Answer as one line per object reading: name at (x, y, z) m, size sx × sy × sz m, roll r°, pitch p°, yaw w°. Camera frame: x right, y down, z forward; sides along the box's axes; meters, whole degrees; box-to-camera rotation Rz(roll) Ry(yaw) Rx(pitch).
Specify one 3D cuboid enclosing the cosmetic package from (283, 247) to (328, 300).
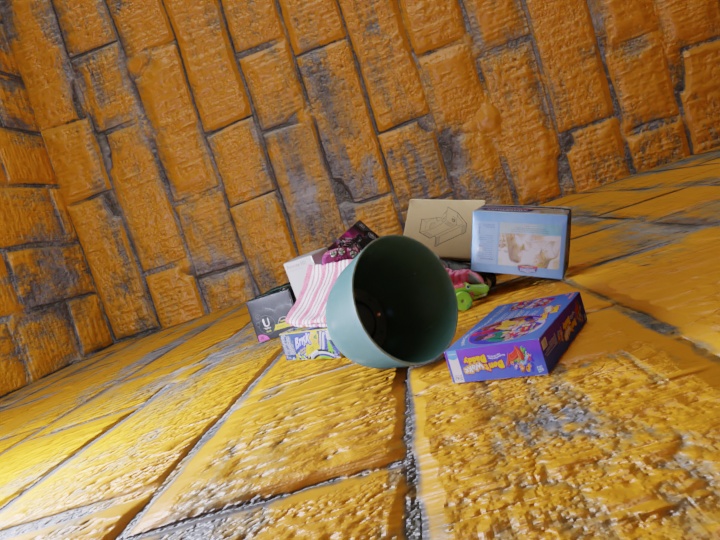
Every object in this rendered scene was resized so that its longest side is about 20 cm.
cosmetic package at (-0.101, 0.058, 1.387) m, size 0.100 × 0.204 × 0.071 m, roll -15°, pitch 9°, yaw 37°

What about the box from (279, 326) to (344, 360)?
box at (-0.086, 0.146, 1.190) m, size 0.069 × 0.066 × 0.198 m, roll -22°, pitch 7°, yaw -41°

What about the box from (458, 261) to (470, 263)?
box at (0.281, -0.066, 1.520) m, size 0.195 × 0.107 × 0.182 m, roll 9°, pitch 8°, yaw 5°

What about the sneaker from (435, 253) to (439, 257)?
sneaker at (0.100, -0.003, 1.242) m, size 0.198 × 0.074 × 0.083 m, roll 1°, pitch 53°, yaw 48°

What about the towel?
towel at (-0.080, 0.047, 1.176) m, size 0.198 × 0.030 × 0.149 m, roll -8°, pitch 55°, yaw 55°

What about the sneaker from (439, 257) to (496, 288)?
sneaker at (0.227, 0.010, 1.299) m, size 0.094 × 0.081 × 0.198 m, roll -20°, pitch 28°, yaw -35°

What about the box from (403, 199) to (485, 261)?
box at (0.205, -0.104, 1.405) m, size 0.195 × 0.167 × 0.021 m, roll 3°, pitch -25°, yaw 21°

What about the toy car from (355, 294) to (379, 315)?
toy car at (-0.011, 0.083, 1.242) m, size 0.198 × 0.175 × 0.152 m, roll -11°, pitch 44°, yaw 52°

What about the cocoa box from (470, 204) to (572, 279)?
cocoa box at (0.346, -0.067, 1.214) m, size 0.196 × 0.137 × 0.131 m, roll 6°, pitch 14°, yaw 24°

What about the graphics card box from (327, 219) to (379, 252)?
graphics card box at (-0.013, -0.037, 1.468) m, size 0.200 × 0.125 × 0.051 m, roll -44°, pitch -9°, yaw -48°

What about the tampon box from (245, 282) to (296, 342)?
tampon box at (-0.222, 0.113, 1.692) m, size 0.147 × 0.129 × 0.200 m, roll -17°, pitch 6°, yaw 18°

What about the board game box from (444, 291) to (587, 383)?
board game box at (0.220, 0.089, 0.780) m, size 0.132 × 0.046 × 0.199 m, roll -15°, pitch 6°, yaw 38°

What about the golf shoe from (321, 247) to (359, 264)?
golf shoe at (0.000, 0.000, 1.358) m, size 0.195 × 0.077 × 0.092 m, roll 9°, pitch -29°, yaw -10°

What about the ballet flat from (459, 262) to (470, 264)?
ballet flat at (0.222, 0.023, 1.367) m, size 0.196 × 0.072 × 0.067 m, roll -17°, pitch 5°, yaw 20°

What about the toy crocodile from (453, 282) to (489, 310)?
toy crocodile at (0.173, 0.060, 1.186) m, size 0.196 × 0.063 × 0.068 m, roll -17°, pitch 5°, yaw 7°

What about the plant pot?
plant pot at (0.034, 0.067, 0.918) m, size 0.198 × 0.204 × 0.160 m, roll -21°, pitch -7°, yaw -36°
